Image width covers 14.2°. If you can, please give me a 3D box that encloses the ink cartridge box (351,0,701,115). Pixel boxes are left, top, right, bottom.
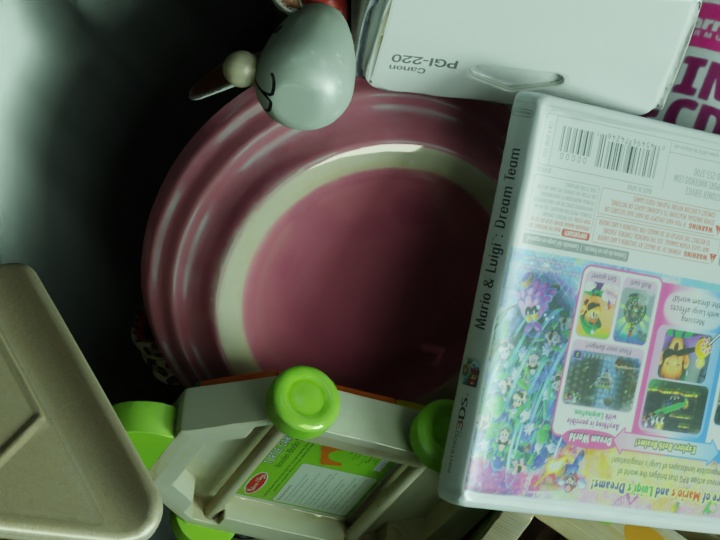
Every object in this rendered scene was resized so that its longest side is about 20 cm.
[{"bbox_3d":[0.070,-0.176,1.315,0.145,0.200,0.085,5,144,-9],"label":"ink cartridge box"}]

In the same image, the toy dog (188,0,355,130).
[{"bbox_3d":[-0.052,-0.142,1.289,0.096,0.200,0.132,3,108,-6],"label":"toy dog"}]

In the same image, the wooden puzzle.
[{"bbox_3d":[-0.203,0.053,1.230,0.200,0.185,0.037,6,125,-37],"label":"wooden puzzle"}]

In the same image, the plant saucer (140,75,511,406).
[{"bbox_3d":[0.000,0.000,1.334,0.200,0.051,0.201,-7,118,-14],"label":"plant saucer"}]

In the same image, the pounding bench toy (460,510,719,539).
[{"bbox_3d":[0.127,0.152,1.408,0.156,0.200,0.124,34,118,0],"label":"pounding bench toy"}]

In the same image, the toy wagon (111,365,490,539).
[{"bbox_3d":[-0.039,0.088,1.323,0.200,0.155,0.040,15,59,-16],"label":"toy wagon"}]

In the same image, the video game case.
[{"bbox_3d":[0.131,0.025,1.309,0.200,0.024,0.182,10,93,-38],"label":"video game case"}]

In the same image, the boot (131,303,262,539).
[{"bbox_3d":[-0.013,0.035,1.431,0.200,0.073,0.151,-37,124,-13],"label":"boot"}]

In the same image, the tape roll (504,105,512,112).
[{"bbox_3d":[0.100,-0.099,1.442,0.203,0.037,0.203,-40,137,-51],"label":"tape roll"}]

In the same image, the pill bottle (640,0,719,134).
[{"bbox_3d":[0.172,-0.070,1.429,0.113,0.113,0.200,43,60,-38],"label":"pill bottle"}]
